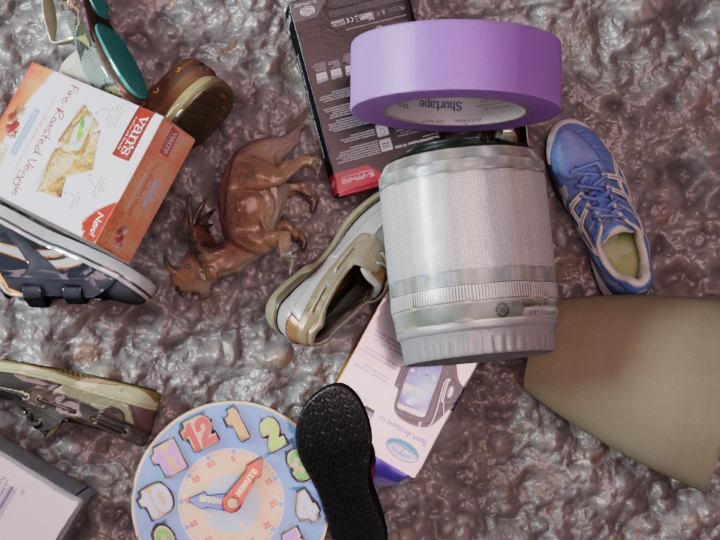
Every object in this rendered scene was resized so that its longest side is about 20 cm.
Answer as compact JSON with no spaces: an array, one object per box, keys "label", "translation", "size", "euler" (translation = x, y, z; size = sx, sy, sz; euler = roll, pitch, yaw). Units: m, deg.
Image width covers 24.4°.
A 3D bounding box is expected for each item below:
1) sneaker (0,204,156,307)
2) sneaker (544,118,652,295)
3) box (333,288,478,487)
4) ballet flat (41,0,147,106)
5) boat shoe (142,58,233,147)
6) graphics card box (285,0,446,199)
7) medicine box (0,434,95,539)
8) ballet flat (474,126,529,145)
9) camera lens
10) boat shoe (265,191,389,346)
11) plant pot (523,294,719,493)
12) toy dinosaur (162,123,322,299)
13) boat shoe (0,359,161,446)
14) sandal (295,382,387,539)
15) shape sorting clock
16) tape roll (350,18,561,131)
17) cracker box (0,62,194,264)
[{"label":"sneaker","translation":[-0.300,0.004,1.620],"size":[0.198,0.078,0.080],"euler":[24,80,8]},{"label":"sneaker","translation":[0.248,-0.062,1.674],"size":[0.075,0.077,0.202],"euler":[-25,88,-5]},{"label":"box","translation":[0.040,0.112,1.664],"size":[0.118,0.041,0.201],"euler":[30,87,-3]},{"label":"ballet flat","translation":[-0.271,-0.232,1.637],"size":[0.071,0.069,0.202],"euler":[-29,72,15]},{"label":"boat shoe","translation":[-0.216,-0.129,1.647],"size":[0.200,0.072,0.068],"euler":[-43,57,1]},{"label":"graphics card box","translation":[0.008,-0.184,1.673],"size":[0.124,0.051,0.202],"euler":[-15,89,-7]},{"label":"medicine box","translation":[-0.352,0.205,1.540],"size":[0.181,0.200,0.104],"euler":[31,82,-2]},{"label":"ballet flat","translation":[0.142,-0.118,1.673],"size":[0.067,0.067,0.202],"euler":[-6,87,-7]},{"label":"camera lens","translation":[0.102,-0.017,1.565],"size":[0.158,0.160,0.202],"euler":[-5,83,-6]},{"label":"boat shoe","translation":[0.000,0.000,1.632],"size":[0.200,0.075,0.068],"euler":[-46,47,-13]},{"label":"plant pot","translation":[0.267,0.098,1.628],"size":[0.198,0.187,0.189],"euler":[16,85,12]},{"label":"toy dinosaur","translation":[-0.114,-0.067,1.642],"size":[0.134,0.086,0.202],"euler":[15,80,3]},{"label":"boat shoe","translation":[-0.296,0.129,1.615],"size":[0.199,0.072,0.067],"euler":[10,80,-9]},{"label":"sandal","translation":[-0.016,0.192,1.623],"size":[0.074,0.045,0.202],"euler":[-5,119,11]},{"label":"shape sorting clock","translation":[-0.127,0.229,1.640],"size":[0.197,0.039,0.203],"euler":[0,86,-5]},{"label":"tape roll","translation":[0.089,-0.180,1.558],"size":[0.198,0.200,0.066],"euler":[1,85,-5]},{"label":"cracker box","translation":[-0.268,-0.105,1.584],"size":[0.199,0.058,0.135],"euler":[23,82,36]}]
